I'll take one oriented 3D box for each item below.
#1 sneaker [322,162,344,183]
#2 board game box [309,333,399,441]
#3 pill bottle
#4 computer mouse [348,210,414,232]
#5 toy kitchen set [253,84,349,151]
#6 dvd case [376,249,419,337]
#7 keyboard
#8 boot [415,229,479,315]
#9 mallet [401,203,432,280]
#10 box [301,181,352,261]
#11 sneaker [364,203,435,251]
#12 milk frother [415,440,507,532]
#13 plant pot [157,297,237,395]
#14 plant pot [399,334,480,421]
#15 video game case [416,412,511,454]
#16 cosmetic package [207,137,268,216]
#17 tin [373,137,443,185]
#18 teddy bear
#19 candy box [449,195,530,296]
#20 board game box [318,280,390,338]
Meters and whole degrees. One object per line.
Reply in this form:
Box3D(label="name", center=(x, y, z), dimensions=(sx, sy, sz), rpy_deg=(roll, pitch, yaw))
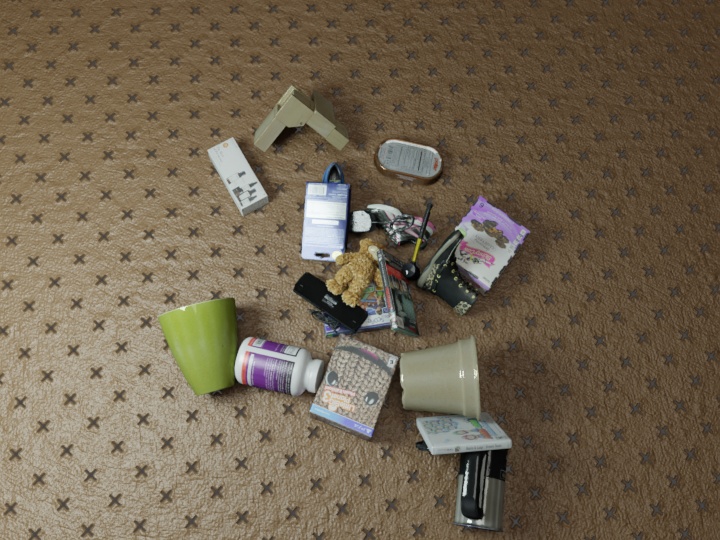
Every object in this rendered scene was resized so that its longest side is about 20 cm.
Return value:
Box3D(label="sneaker", center=(-0.074, -0.190, 1.808), dimensions=(0.065, 0.079, 0.204), rpy_deg=(1, 72, -6))
Box3D(label="board game box", center=(-0.015, 0.281, 1.632), dimensions=(0.157, 0.097, 0.203), rpy_deg=(20, 70, 4))
Box3D(label="pill bottle", center=(-0.192, 0.232, 1.618), dimensions=(0.197, 0.113, 0.114), rpy_deg=(12, 70, 9))
Box3D(label="computer mouse", center=(0.047, -0.127, 1.764), dimensions=(0.197, 0.034, 0.060), rpy_deg=(2, 98, 20))
Box3D(label="toy kitchen set", center=(-0.162, -0.394, 1.888), dimensions=(0.199, 0.180, 0.164), rpy_deg=(34, 26, -25))
Box3D(label="dvd case", center=(0.094, 0.059, 1.700), dimensions=(0.022, 0.146, 0.203), rpy_deg=(-19, 70, 21))
Box3D(label="keyboard", center=(-0.086, 0.093, 1.700), dimensions=(0.198, 0.040, 0.104), rpy_deg=(33, 50, 11))
Box3D(label="boot", center=(0.244, 0.008, 1.707), dimensions=(0.153, 0.205, 0.074), rpy_deg=(37, 40, 6))
Box3D(label="mallet", center=(0.148, -0.074, 1.738), dimensions=(0.041, 0.066, 0.203), rpy_deg=(15, 94, 19))
Box3D(label="box", center=(-0.089, -0.127, 1.771), dimensions=(0.119, 0.032, 0.204), rpy_deg=(5, 90, 13))
Box3D(label="sneaker", center=(0.094, -0.112, 1.793), dimensions=(0.197, 0.080, 0.088), rpy_deg=(18, 81, 9))
Box3D(label="milk frother", center=(0.228, 0.488, 1.571), dimensions=(0.198, 0.180, 0.191), rpy_deg=(-9, 63, 39))
Box3D(label="plant pot", center=(-0.366, 0.186, 1.615), dimensions=(0.184, 0.187, 0.203), rpy_deg=(-14, 85, -9))
Box3D(label="plant pot", center=(0.188, 0.260, 1.618), dimensions=(0.180, 0.201, 0.204), rpy_deg=(-5, 70, 7))
Box3D(label="video game case", center=(0.233, 0.373, 1.568), dimensions=(0.179, 0.200, 0.024), rpy_deg=(-3, 96, -5))
Box3D(label="cosmetic package", center=(-0.329, -0.254, 1.827), dimensions=(0.082, 0.051, 0.202), rpy_deg=(-28, 75, -14))
Box3D(label="tin", center=(0.134, -0.302, 1.883), dimensions=(0.196, 0.042, 0.114), rpy_deg=(12, 74, 0))
Box3D(label="teddy bear", center=(0.000, 0.000, 1.713), dimensions=(0.199, 0.067, 0.145), rpy_deg=(-33, 63, -21))
Box3D(label="candy box", center=(0.321, -0.065, 1.791), dimensions=(0.167, 0.072, 0.201), rpy_deg=(36, 72, 9))
Box3D(label="board game box", center=(-0.001, 0.088, 1.734), dimensions=(0.196, 0.035, 0.138), rpy_deg=(-8, 71, -6))
